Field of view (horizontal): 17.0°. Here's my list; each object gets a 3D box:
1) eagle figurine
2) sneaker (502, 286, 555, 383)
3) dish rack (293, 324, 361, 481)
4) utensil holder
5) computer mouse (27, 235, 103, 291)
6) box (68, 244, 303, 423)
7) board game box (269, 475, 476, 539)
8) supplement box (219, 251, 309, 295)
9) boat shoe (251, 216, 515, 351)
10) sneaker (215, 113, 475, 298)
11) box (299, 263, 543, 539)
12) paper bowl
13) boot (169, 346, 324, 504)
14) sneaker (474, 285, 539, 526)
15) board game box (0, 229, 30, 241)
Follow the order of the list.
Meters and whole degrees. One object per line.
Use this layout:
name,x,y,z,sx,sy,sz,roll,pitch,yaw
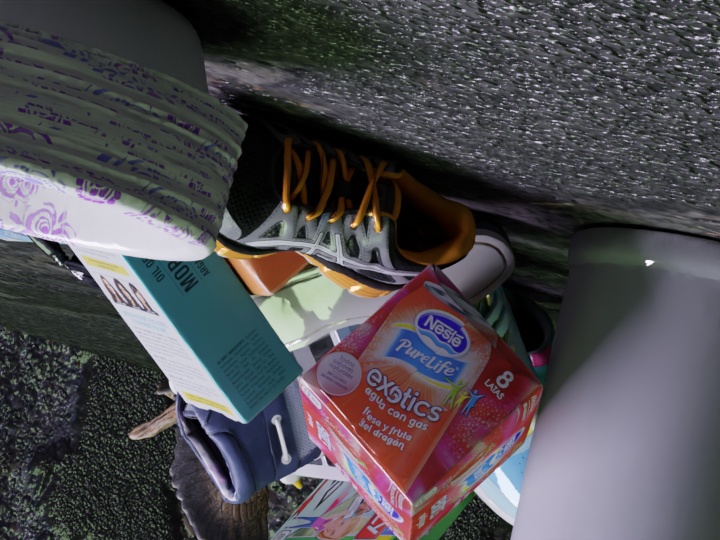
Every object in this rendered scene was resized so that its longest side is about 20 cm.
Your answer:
eagle figurine,-0.070,0.118,1.781,0.151,0.152,0.200,23,-169,-27
sneaker,0.075,0.068,1.706,0.200,0.121,0.084,5,-152,45
dish rack,-0.042,0.045,1.639,0.043,0.200,0.171,-30,-165,-28
utensil holder,0.179,0.093,1.366,0.170,0.201,0.170,15,172,2
computer mouse,-0.188,-0.054,1.454,0.200,0.046,0.140,46,163,-29
box,-0.119,-0.007,1.366,0.200,0.049,0.082,56,160,-23
board game box,0.016,0.156,1.611,0.134,0.200,0.029,-10,120,51
supplement box,-0.083,-0.027,1.431,0.067,0.069,0.200,53,160,-13
boat shoe,0.000,0.000,1.457,0.200,0.062,0.075,-20,126,24
sneaker,-0.018,-0.040,1.287,0.077,0.079,0.200,-10,161,41
box,0.033,0.081,1.369,0.096,0.100,0.200,47,171,10
paper bowl,-0.149,-0.079,1.076,0.200,0.105,0.201,15,173,2
boot,-0.090,0.049,1.575,0.090,0.200,0.073,-31,-171,-29
sneaker,0.076,0.068,1.516,0.079,0.200,0.131,-27,161,1
board game box,-0.261,-0.060,1.679,0.151,0.047,0.200,19,172,-33
